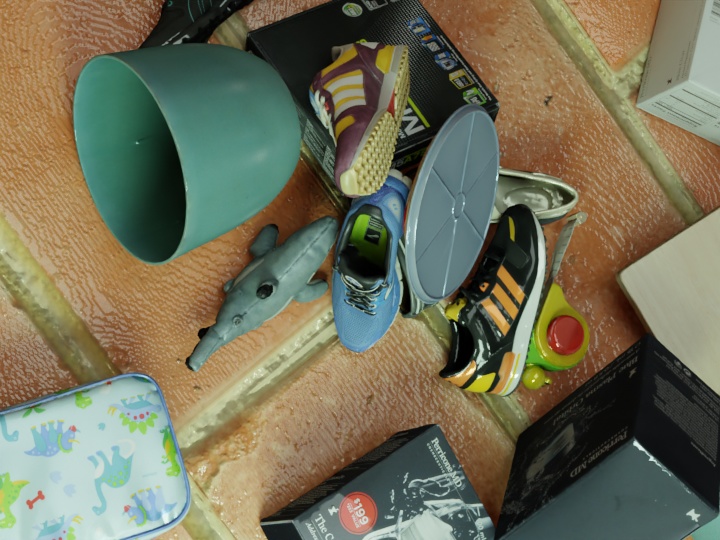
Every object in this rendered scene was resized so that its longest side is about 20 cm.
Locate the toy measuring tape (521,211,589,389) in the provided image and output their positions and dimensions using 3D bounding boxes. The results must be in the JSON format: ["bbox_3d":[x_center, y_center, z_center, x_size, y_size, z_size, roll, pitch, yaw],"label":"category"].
[{"bbox_3d":[0.221,0.039,1.677,0.073,0.073,0.201,27,72,-15],"label":"toy measuring tape"}]

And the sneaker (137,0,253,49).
[{"bbox_3d":[-0.170,-0.271,1.585,0.079,0.075,0.200,40,59,0],"label":"sneaker"}]

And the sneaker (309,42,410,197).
[{"bbox_3d":[-0.012,-0.144,1.506,0.089,0.075,0.201,6,43,13],"label":"sneaker"}]

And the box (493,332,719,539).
[{"bbox_3d":[0.247,0.198,1.545,0.117,0.197,0.200,41,29,-10],"label":"box"}]

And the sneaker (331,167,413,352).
[{"bbox_3d":[0.000,0.000,1.540,0.078,0.201,0.089,17,35,13],"label":"sneaker"}]

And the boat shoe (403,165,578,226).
[{"bbox_3d":[0.133,-0.080,1.667,0.198,0.063,0.072,5,80,-20],"label":"boat shoe"}]

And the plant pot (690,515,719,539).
[{"bbox_3d":[0.441,0.260,1.667,0.187,0.200,0.201,35,69,3],"label":"plant pot"}]

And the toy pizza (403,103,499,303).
[{"bbox_3d":[0.084,-0.067,1.549,0.031,0.200,0.201,16,69,25],"label":"toy pizza"}]

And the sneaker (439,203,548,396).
[{"bbox_3d":[0.132,0.028,1.621,0.089,0.070,0.202,8,94,-24],"label":"sneaker"}]

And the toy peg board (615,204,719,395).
[{"bbox_3d":[0.403,0.039,1.750,0.198,0.098,0.201,-32,92,-8],"label":"toy peg board"}]

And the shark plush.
[{"bbox_3d":[-0.105,0.016,1.541,0.199,0.083,0.091,-32,93,-24],"label":"shark plush"}]

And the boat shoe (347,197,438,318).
[{"bbox_3d":[0.019,-0.046,1.609,0.067,0.072,0.201,-33,93,-23],"label":"boat shoe"}]

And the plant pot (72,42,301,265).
[{"bbox_3d":[-0.155,-0.125,1.495,0.160,0.200,0.202,-22,89,-34],"label":"plant pot"}]

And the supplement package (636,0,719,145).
[{"bbox_3d":[0.425,-0.260,1.791,0.155,0.111,0.202,21,72,-17],"label":"supplement package"}]

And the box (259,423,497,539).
[{"bbox_3d":[0.035,0.283,1.537,0.181,0.104,0.201,-31,93,-25],"label":"box"}]

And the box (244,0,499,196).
[{"bbox_3d":[0.011,-0.194,1.610,0.192,0.048,0.201,-23,64,-26],"label":"box"}]

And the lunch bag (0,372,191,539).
[{"bbox_3d":[-0.265,0.192,1.445,0.199,0.082,0.162,-17,86,-24],"label":"lunch bag"}]
